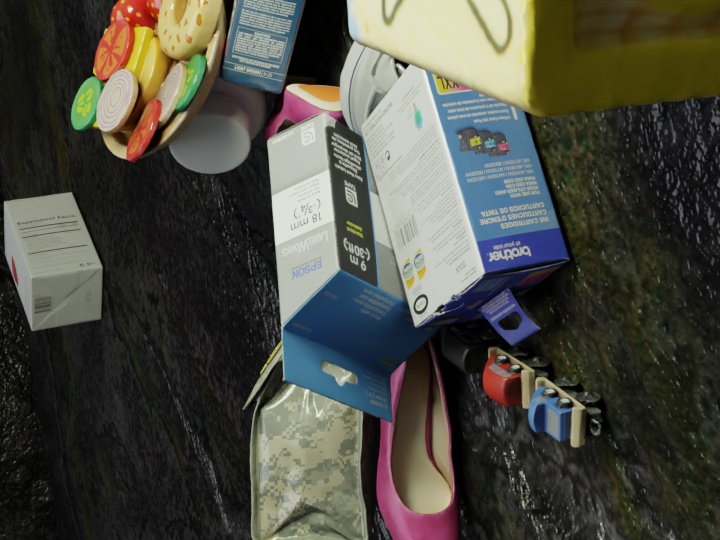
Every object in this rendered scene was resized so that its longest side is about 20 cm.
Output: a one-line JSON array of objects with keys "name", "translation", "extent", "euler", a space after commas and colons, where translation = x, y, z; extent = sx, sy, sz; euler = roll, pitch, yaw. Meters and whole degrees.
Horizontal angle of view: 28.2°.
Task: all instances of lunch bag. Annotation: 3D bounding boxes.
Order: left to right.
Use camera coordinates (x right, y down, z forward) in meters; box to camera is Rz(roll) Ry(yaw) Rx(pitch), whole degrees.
[{"name": "lunch bag", "translation": [-0.040, 0.130, 1.276], "extent": [0.164, 0.117, 0.201], "euler": [-58, -33, -83]}]

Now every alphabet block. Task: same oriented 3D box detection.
[{"name": "alphabet block", "translation": [0.118, -0.199, 0.738], "extent": [0.200, 0.196, 0.196], "euler": [-143, 47, -58]}]

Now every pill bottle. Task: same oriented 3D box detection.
[{"name": "pill bottle", "translation": [-0.145, -0.192, 1.398], "extent": [0.109, 0.109, 0.201], "euler": [108, 164, -47]}]

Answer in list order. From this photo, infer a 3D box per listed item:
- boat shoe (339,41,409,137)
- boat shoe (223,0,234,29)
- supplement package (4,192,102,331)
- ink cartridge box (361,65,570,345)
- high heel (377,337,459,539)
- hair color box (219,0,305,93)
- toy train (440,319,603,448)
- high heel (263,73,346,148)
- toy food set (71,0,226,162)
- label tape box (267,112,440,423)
[{"name": "boat shoe", "translation": [0.039, -0.162, 1.101], "extent": [0.200, 0.072, 0.066], "euler": [-63, 37, 42]}, {"name": "boat shoe", "translation": [-0.095, -0.322, 1.330], "extent": [0.200, 0.075, 0.068], "euler": [-63, 35, 26]}, {"name": "supplement package", "translation": [-0.510, -0.017, 2.366], "extent": [0.200, 0.119, 0.122], "euler": [-121, 31, -42]}, {"name": "ink cartridge box", "translation": [0.076, -0.043, 1.043], "extent": [0.136, 0.076, 0.201], "euler": [136, 123, -65]}, {"name": "high heel", "translation": [0.053, 0.147, 1.168], "extent": [0.096, 0.067, 0.201], "euler": [120, 148, -66]}, {"name": "hair color box", "translation": [-0.073, -0.269, 1.257], "extent": [0.100, 0.060, 0.200], "euler": [-89, 15, -53]}, {"name": "toy train", "translation": [0.112, 0.078, 1.043], "extent": [0.200, 0.046, 0.034], "euler": [-146, 51, -60]}, {"name": "high heel", "translation": [-0.051, -0.124, 1.309], "extent": [0.200, 0.067, 0.096], "euler": [-146, 60, -66]}, {"name": "toy food set", "translation": [-0.191, -0.193, 1.313], "extent": [0.200, 0.049, 0.199], "euler": [9, 81, 51]}, {"name": "label tape box", "translation": [0.000, 0.000, 1.102], "extent": [0.063, 0.144, 0.201], "euler": [-22, 61, 30]}]
